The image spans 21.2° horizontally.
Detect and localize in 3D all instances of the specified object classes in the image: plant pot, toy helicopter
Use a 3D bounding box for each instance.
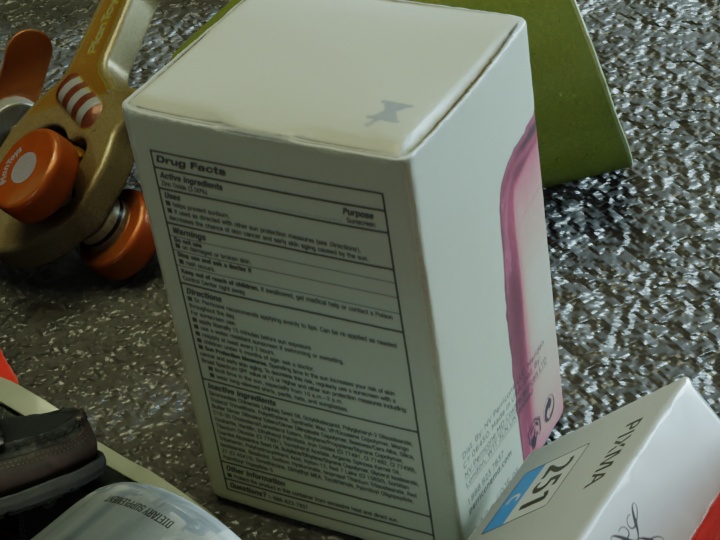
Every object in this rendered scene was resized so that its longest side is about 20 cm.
[{"bbox_3d":[0.012,-0.103,0.980,0.199,0.187,0.187,-22,33,7],"label":"plant pot"},{"bbox_3d":[-0.147,-0.093,1.012,0.132,0.079,0.201,3,65,46],"label":"toy helicopter"}]

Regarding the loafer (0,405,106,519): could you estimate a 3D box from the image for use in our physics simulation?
[{"bbox_3d":[-0.195,0.072,0.707,0.199,0.063,0.072,-13,6,-17],"label":"loafer"}]

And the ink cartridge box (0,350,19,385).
[{"bbox_3d":[-0.256,-0.017,0.823,0.199,0.057,0.163,-1,41,-36],"label":"ink cartridge box"}]

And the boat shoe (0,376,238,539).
[{"bbox_3d":[-0.101,0.112,0.772,0.200,0.072,0.068,24,64,37],"label":"boat shoe"}]

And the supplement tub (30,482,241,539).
[{"bbox_3d":[-0.114,0.171,0.627,0.122,0.123,0.200,19,43,35],"label":"supplement tub"}]

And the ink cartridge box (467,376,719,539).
[{"bbox_3d":[0.085,0.110,0.660,0.176,0.045,0.200,-32,11,46],"label":"ink cartridge box"}]

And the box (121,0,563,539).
[{"bbox_3d":[0.000,0.000,0.783,0.127,0.201,0.109,12,40,27],"label":"box"}]
